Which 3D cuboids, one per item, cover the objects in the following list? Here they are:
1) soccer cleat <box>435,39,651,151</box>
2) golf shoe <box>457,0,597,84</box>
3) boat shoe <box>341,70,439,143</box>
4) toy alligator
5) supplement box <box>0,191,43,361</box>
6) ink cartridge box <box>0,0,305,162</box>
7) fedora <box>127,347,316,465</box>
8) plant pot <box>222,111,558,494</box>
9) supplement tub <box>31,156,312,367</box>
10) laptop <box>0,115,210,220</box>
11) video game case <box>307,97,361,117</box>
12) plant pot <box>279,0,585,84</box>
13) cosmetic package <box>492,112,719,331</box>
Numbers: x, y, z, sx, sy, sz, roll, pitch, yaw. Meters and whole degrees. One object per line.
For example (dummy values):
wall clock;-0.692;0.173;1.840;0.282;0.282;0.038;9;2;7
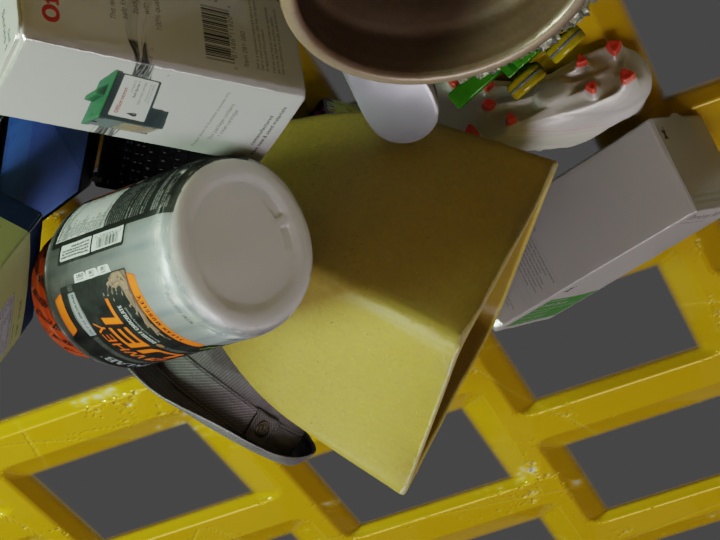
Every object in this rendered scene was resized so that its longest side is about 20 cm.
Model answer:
soccer cleat;0.121;-0.114;1.747;0.198;0.070;0.078;-14;150;1
golf shoe;0.121;-0.212;1.591;0.200;0.097;0.078;-42;169;31
boat shoe;0.006;-0.183;1.613;0.071;0.066;0.201;-19;124;18
toy alligator;0.138;-0.186;1.664;0.200;0.059;0.054;-43;179;30
supplement box;-0.357;0.023;1.629;0.199;0.200;0.135;27;144;8
ink cartridge box;-0.147;-0.164;1.527;0.199;0.147;0.084;10;142;-26
fedora;-0.099;0.072;1.905;0.199;0.177;0.091;33;98;-28
plant pot;0.000;0.000;1.700;0.199;0.196;0.195;26;142;7
supplement tub;-0.134;-0.001;1.593;0.122;0.124;0.199;16;161;-34
laptop;-0.162;-0.075;1.687;0.198;0.104;0.178;11;143;-7
video game case;0.001;-0.047;1.836;0.180;0.036;0.200;12;141;-29
plant pot;0.037;-0.243;1.434;0.198;0.176;0.201;-7;147;-5
cosmetic package;0.184;-0.038;1.828;0.199;0.085;0.107;-31;169;31
